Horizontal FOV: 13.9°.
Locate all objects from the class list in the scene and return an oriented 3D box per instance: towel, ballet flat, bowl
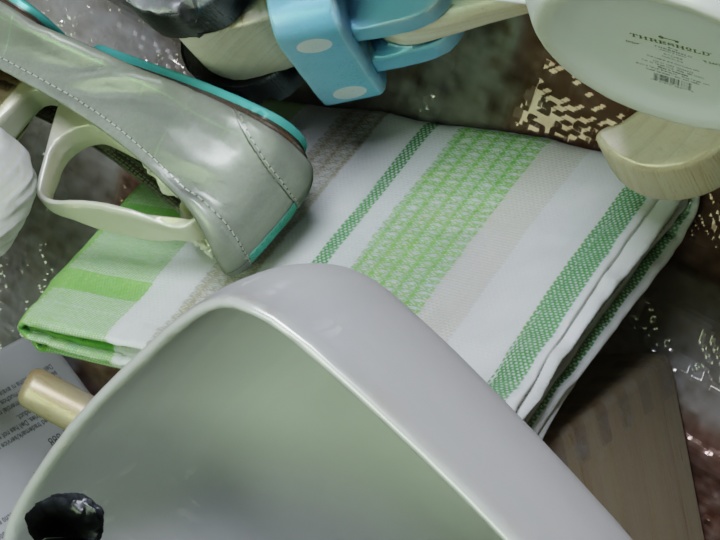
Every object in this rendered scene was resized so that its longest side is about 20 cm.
[{"bbox_3d":[0.000,0.000,1.026,0.199,0.149,0.031,11,133,31],"label":"towel"},{"bbox_3d":[-0.108,-0.058,1.031,0.200,0.067,0.064,28,80,25],"label":"ballet flat"},{"bbox_3d":[0.001,0.099,0.934,0.200,0.075,0.200,46,135,3],"label":"bowl"}]

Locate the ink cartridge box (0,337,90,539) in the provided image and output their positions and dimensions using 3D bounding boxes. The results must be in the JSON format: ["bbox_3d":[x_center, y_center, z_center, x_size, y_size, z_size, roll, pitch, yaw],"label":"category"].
[{"bbox_3d":[-0.128,0.143,1.151,0.084,0.146,0.200,-41,83,35],"label":"ink cartridge box"}]

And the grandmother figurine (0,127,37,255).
[{"bbox_3d":[-0.183,-0.002,1.054,0.200,0.121,0.061,-29,48,45],"label":"grandmother figurine"}]

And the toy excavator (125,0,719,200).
[{"bbox_3d":[0.024,-0.106,0.991,0.199,0.100,0.195,-13,71,11],"label":"toy excavator"}]

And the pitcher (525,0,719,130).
[{"bbox_3d":[0.143,-0.141,0.863,0.171,0.121,0.201,15,70,20],"label":"pitcher"}]

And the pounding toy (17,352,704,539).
[{"bbox_3d":[0.009,0.107,1.053,0.184,0.142,0.201,-4,105,33],"label":"pounding toy"}]

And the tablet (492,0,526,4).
[{"bbox_3d":[0.030,-0.150,0.951,0.199,0.014,0.131,7,74,11],"label":"tablet"}]

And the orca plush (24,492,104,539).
[{"bbox_3d":[-0.069,0.136,0.910,0.199,0.071,0.106,15,128,29],"label":"orca plush"}]
